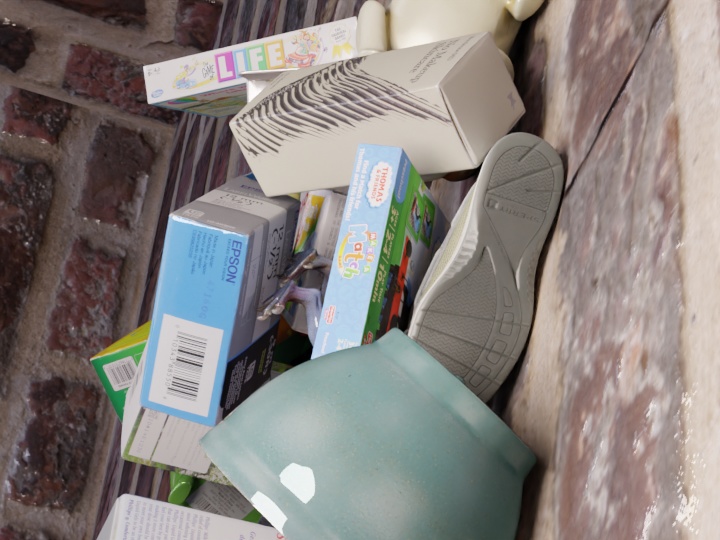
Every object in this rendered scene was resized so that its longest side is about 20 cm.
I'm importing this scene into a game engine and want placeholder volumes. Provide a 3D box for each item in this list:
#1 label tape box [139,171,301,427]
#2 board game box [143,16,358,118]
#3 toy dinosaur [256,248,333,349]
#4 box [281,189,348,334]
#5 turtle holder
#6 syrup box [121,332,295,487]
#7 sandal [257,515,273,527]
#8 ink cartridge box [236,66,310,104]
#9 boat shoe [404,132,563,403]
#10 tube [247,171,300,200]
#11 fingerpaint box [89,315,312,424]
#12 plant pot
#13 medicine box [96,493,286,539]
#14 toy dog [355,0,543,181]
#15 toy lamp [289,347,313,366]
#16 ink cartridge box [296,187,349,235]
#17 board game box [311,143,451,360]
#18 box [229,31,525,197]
[{"bbox_3d":[-0.091,0.015,1.381,0.200,0.066,0.144,-36,-41,-70],"label":"label tape box"},{"bbox_3d":[-0.067,-0.172,1.606,0.134,0.198,0.035,2,-101,-69],"label":"board game box"},{"bbox_3d":[0.001,0.077,1.343,0.199,0.182,0.105,-35,16,21],"label":"toy dinosaur"},{"bbox_3d":[0.000,0.000,1.495,0.200,0.101,0.113,-159,85,-83],"label":"box"},{"bbox_3d":[-0.096,0.149,1.691,0.132,0.140,0.187,-104,30,-70],"label":"turtle holder"},{"bbox_3d":[-0.091,0.126,1.548,0.082,0.198,0.079,-93,22,-51],"label":"syrup box"},{"bbox_3d":[-0.052,0.224,1.564,0.043,0.076,0.200,-54,0,-31],"label":"sandal"},{"bbox_3d":[-0.028,-0.123,1.563,0.200,0.114,0.068,16,-107,-79],"label":"ink cartridge box"},{"bbox_3d":[0.078,0.009,1.235,0.065,0.074,0.203,137,151,-79],"label":"boat shoe"},{"bbox_3d":[-0.081,0.005,1.539,0.058,0.052,0.201,59,-154,-44],"label":"tube"},{"bbox_3d":[-0.116,0.056,1.693,0.199,0.074,0.167,-20,10,40],"label":"fingerpaint box"},{"bbox_3d":[0.021,0.121,1.118,0.134,0.200,0.200,-46,11,-3],"label":"plant pot"},{"bbox_3d":[-0.125,0.282,1.495,0.182,0.198,0.104,121,159,-51],"label":"medicine box"},{"bbox_3d":[0.055,-0.167,1.419,0.194,0.139,0.201,-65,-6,-79],"label":"toy dog"},{"bbox_3d":[-0.047,0.039,1.816,0.201,0.058,0.058,-88,18,-46],"label":"toy lamp"},{"bbox_3d":[-0.016,-0.097,1.781,0.146,0.083,0.201,123,160,-57],"label":"ink cartridge box"},{"bbox_3d":[0.027,0.025,1.282,0.200,0.036,0.152,53,-134,-63],"label":"board game box"},{"bbox_3d":[0.009,-0.108,1.316,0.199,0.069,0.082,-7,30,40],"label":"box"}]
